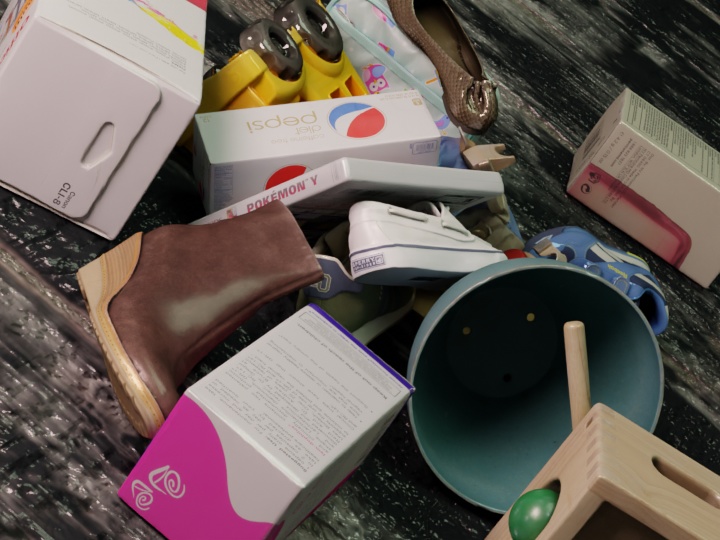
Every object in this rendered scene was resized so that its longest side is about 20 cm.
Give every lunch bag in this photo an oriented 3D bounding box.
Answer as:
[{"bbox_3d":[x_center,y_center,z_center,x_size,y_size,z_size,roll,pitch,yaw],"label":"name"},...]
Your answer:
[{"bbox_3d":[0.024,-0.173,1.768,0.200,0.161,0.077,38,25,2],"label":"lunch bag"}]

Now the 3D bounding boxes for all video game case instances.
[{"bbox_3d":[-0.011,-0.051,1.508,0.199,0.182,0.023,1,74,-49],"label":"video game case"}]

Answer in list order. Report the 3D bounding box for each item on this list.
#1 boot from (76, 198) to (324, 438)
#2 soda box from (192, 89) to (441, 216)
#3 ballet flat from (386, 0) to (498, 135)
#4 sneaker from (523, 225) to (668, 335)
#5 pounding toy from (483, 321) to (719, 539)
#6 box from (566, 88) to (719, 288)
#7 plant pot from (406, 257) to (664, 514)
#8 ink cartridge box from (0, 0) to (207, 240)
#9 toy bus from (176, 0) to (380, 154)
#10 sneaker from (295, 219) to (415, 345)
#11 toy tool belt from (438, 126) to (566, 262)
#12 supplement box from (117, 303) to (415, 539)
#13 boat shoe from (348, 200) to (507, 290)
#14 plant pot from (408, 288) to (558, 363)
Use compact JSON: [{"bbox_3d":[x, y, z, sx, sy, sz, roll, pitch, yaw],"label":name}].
[{"bbox_3d":[-0.104,0.024,1.285,0.165,0.073,0.200,-19,38,-8],"label":"boot"},{"bbox_3d":[-0.037,-0.097,1.537,0.199,0.064,0.068,-7,44,-15],"label":"soda box"},{"bbox_3d":[0.079,-0.209,1.686,0.067,0.046,0.201,0,51,-30],"label":"ballet flat"},{"bbox_3d":[0.231,0.015,1.814,0.199,0.074,0.082,14,35,-37],"label":"sneaker"},{"bbox_3d":[0.181,0.182,1.336,0.199,0.185,0.142,32,25,-9],"label":"pounding toy"},{"bbox_3d":[0.347,-0.095,2.102,0.199,0.109,0.128,35,25,-4],"label":"box"},{"bbox_3d":[0.125,0.076,1.464,0.199,0.201,0.135,29,9,-15],"label":"plant pot"},{"bbox_3d":[-0.215,-0.154,1.452,0.144,0.146,0.200,27,27,-19],"label":"ink cartridge box"},{"bbox_3d":[-0.059,-0.124,1.645,0.192,0.135,0.200,52,27,-4],"label":"toy bus"},{"bbox_3d":[0.000,0.000,1.508,0.067,0.091,0.200,7,20,18],"label":"sneaker"},{"bbox_3d":[0.086,-0.058,1.619,0.123,0.124,0.200,60,-6,-38],"label":"toy tool belt"},{"bbox_3d":[-0.059,0.114,1.245,0.103,0.101,0.200,39,25,7],"label":"supplement box"},{"bbox_3d":[0.058,-0.024,1.479,0.200,0.073,0.066,8,70,-60],"label":"boat shoe"},{"bbox_3d":[0.124,0.037,1.629,0.199,0.028,0.200,10,24,-4],"label":"plant pot"}]
